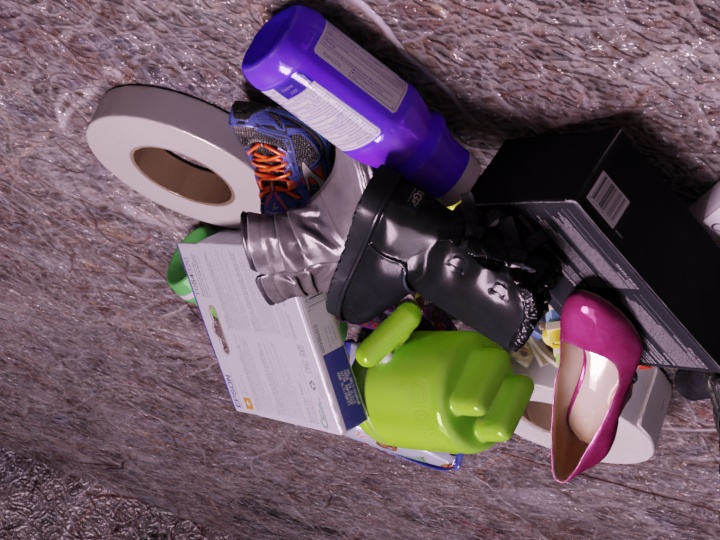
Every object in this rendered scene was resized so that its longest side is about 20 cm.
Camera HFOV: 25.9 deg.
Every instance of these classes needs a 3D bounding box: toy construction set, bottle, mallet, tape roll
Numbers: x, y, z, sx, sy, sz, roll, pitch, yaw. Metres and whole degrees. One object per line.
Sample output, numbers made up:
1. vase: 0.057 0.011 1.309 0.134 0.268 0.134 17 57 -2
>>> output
1. toy construction set: 0.205 0.066 1.454 0.131 0.093 0.200 0 171 -12
2. bottle: 0.006 -0.123 1.205 0.200 0.065 0.083 35 161 -21
3. mallet: 0.396 0.131 1.511 0.199 0.041 0.066 25 158 -19
4. tape roll: -0.162 -0.104 1.478 0.202 0.037 0.203 18 159 7
5. tape roll: 0.220 0.129 1.625 0.202 0.071 0.203 19 159 8

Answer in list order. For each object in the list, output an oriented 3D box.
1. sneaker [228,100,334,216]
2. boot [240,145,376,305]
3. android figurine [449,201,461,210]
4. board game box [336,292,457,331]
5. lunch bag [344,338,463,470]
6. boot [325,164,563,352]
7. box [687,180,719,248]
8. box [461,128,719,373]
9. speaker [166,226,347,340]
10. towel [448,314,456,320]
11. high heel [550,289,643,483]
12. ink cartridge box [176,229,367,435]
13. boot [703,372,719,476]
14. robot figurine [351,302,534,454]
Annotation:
1. sneaker: -0.061 -0.081 1.372 0.075 0.079 0.200 8 156 30
2. boot: -0.042 -0.047 1.324 0.131 0.070 0.201 -3 126 7
3. android figurine: 0.083 -0.032 1.401 0.199 0.041 0.182 22 157 -5
4. board game box: -0.011 0.021 1.573 0.199 0.032 0.120 13 162 30
5. lunch bag: 0.051 0.152 1.781 0.169 0.124 0.200 19 -179 3
6. boot: 0.064 0.012 1.232 0.162 0.073 0.199 29 146 7
7. box: 0.321 -0.013 1.221 0.144 0.036 0.200 23 161 -3
8. box: 0.196 -0.013 1.220 0.200 0.079 0.141 46 155 -25
9. speaker: -0.110 0.033 1.697 0.200 0.089 0.088 33 157 -28
10. towel: 0.000 0.000 1.576 0.192 0.035 0.200 -3 149 48
11. high heel: 0.174 0.094 1.244 0.067 0.096 0.200 28 159 21
12. ink cartridge box: -0.089 0.056 1.546 0.200 0.043 0.197 6 118 55
13. boot: 0.422 0.134 1.428 0.210 0.080 0.158 -9 122 3
14. robot figurine: 0.069 0.117 1.515 0.200 0.116 0.175 -3 142 47
